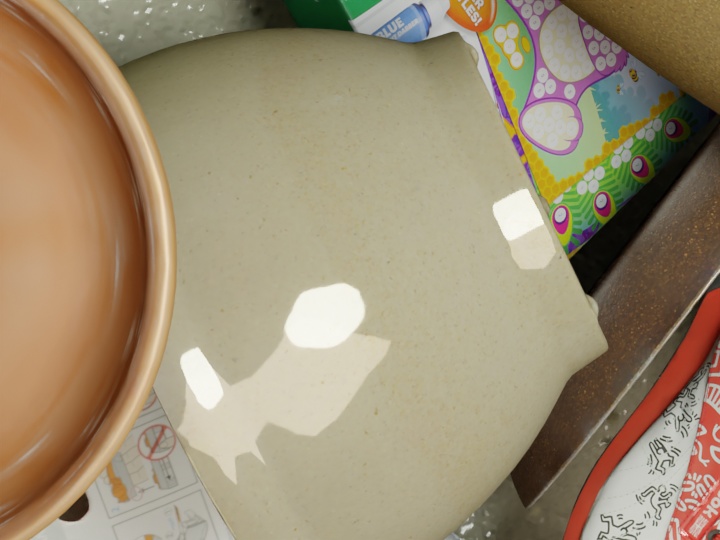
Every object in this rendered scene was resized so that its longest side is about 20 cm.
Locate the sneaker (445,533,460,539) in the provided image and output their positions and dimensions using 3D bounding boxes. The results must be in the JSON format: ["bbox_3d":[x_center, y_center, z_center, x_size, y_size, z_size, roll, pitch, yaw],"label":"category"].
[{"bbox_3d":[0.070,0.149,1.215,0.200,0.115,0.075,2,116,-61],"label":"sneaker"}]

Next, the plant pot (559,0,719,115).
[{"bbox_3d":[0.126,-0.141,0.985,0.200,0.186,0.187,22,102,-7],"label":"plant pot"}]

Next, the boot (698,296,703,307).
[{"bbox_3d":[0.197,0.098,1.194,0.074,0.155,0.200,-25,126,-13],"label":"boot"}]

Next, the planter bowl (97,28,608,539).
[{"bbox_3d":[0.000,0.000,0.982,0.135,0.200,0.200,-26,120,3],"label":"planter bowl"}]

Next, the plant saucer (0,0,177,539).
[{"bbox_3d":[-0.151,-0.005,0.881,0.200,0.037,0.200,1,94,8],"label":"plant saucer"}]

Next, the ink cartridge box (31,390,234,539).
[{"bbox_3d":[-0.053,0.033,1.131,0.200,0.047,0.160,-22,119,-9],"label":"ink cartridge box"}]

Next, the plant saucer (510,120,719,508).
[{"bbox_3d":[0.112,0.002,1.122,0.034,0.200,0.200,38,94,3],"label":"plant saucer"}]

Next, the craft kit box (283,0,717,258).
[{"bbox_3d":[0.069,-0.122,1.088,0.198,0.048,0.200,-45,123,-22],"label":"craft kit box"}]

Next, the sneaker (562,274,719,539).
[{"bbox_3d":[0.151,0.081,1.083,0.067,0.108,0.202,32,85,-40],"label":"sneaker"}]
